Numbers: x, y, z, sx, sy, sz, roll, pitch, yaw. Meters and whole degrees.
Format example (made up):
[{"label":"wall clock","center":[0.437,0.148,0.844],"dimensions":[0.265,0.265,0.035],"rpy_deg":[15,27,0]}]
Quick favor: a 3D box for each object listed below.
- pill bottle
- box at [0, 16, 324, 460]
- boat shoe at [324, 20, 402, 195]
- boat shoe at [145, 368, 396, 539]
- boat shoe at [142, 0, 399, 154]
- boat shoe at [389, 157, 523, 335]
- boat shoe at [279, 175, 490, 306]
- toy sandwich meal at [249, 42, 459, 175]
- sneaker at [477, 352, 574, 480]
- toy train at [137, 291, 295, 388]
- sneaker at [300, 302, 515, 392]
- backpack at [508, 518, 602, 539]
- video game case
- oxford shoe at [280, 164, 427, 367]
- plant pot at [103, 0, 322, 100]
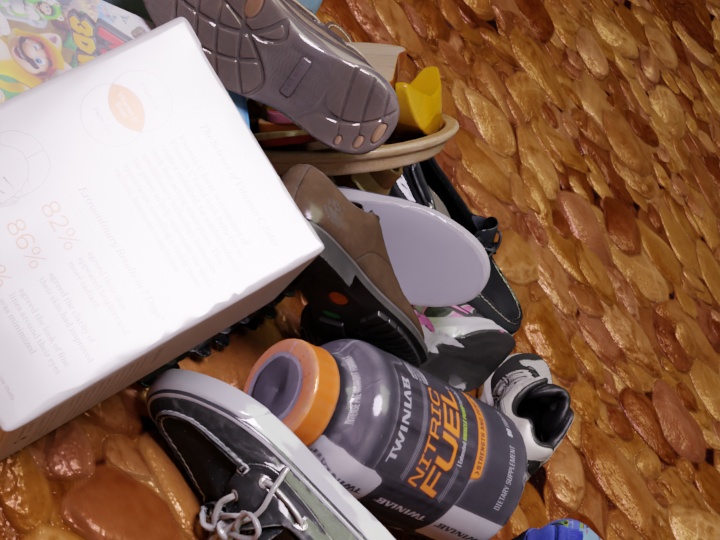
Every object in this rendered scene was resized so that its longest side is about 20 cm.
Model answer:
[{"label":"pill bottle","center":[0.013,0.112,1.120],"dimensions":[0.200,0.106,0.107],"rpy_deg":[28,39,-40]},{"label":"box","center":[-0.149,-0.015,0.903],"dimensions":[0.199,0.106,0.153],"rpy_deg":[-30,85,-24]},{"label":"boat shoe","center":[-0.001,-0.130,1.385],"dimensions":[0.075,0.074,0.201],"rpy_deg":[28,39,-41]},{"label":"boat shoe","center":[-0.061,0.145,1.012],"dimensions":[0.199,0.074,0.068],"rpy_deg":[46,49,-6]},{"label":"boat shoe","center":[-0.063,-0.150,1.117],"dimensions":[0.200,0.075,0.073],"rpy_deg":[38,13,-12]},{"label":"boat shoe","center":[0.085,-0.031,1.420],"dimensions":[0.200,0.066,0.075],"rpy_deg":[53,28,-5]},{"label":"boat shoe","center":[-0.001,-0.029,1.217],"dimensions":[0.199,0.071,0.070],"rpy_deg":[14,17,5]},{"label":"toy sandwich meal","center":[-0.018,-0.123,1.246],"dimensions":[0.205,0.204,0.071],"rpy_deg":[-34,124,-62]},{"label":"sneaker","center":[0.138,0.115,1.329],"dimensions":[0.076,0.088,0.200],"rpy_deg":[49,27,-8]},{"label":"toy train","center":[-0.101,0.028,1.112],"dimensions":[0.046,0.034,0.200],"rpy_deg":[46,28,8]},{"label":"sneaker","center":[0.022,0.043,1.262],"dimensions":[0.199,0.081,0.086],"rpy_deg":[15,25,-48]},{"label":"backpack","center":[0.130,0.290,1.088],"dimensions":[0.182,0.134,0.201],"rpy_deg":[43,34,-21]},{"label":"video game case","center":[-0.151,-0.108,1.046],"dimensions":[0.199,0.018,0.144],"rpy_deg":[20,46,-36]},{"label":"oxford shoe","center":[0.000,0.000,1.114],"dimensions":[0.200,0.072,0.085],"rpy_deg":[56,41,-49]},{"label":"plant pot","center":[-0.116,-0.252,1.204],"dimensions":[0.196,0.200,0.197],"rpy_deg":[36,35,-31]}]
